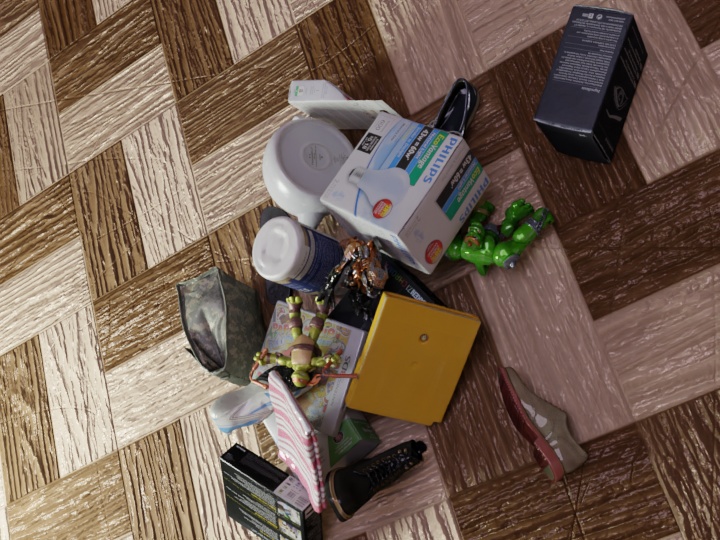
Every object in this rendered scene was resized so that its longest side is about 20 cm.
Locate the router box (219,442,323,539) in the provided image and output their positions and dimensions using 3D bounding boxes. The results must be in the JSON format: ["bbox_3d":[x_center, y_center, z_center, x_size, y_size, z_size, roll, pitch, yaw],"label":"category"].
[{"bbox_3d":[-0.155,0.408,1.517,0.198,0.051,0.152,24,130,31],"label":"router box"}]

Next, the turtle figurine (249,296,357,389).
[{"bbox_3d":[-0.085,0.127,1.458,0.196,0.064,0.164,-4,64,24],"label":"turtle figurine"}]

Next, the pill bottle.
[{"bbox_3d":[-0.091,-0.017,1.552,0.109,0.199,0.113,-10,71,33],"label":"pill bottle"}]

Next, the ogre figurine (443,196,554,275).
[{"bbox_3d":[0.217,-0.063,1.471,0.197,0.099,0.122,18,67,15],"label":"ogre figurine"}]

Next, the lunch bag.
[{"bbox_3d":[-0.251,0.122,1.627,0.116,0.164,0.203,-22,67,15],"label":"lunch bag"}]

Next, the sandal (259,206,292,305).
[{"bbox_3d":[-0.166,-0.034,1.692,0.074,0.045,0.204,-14,71,24],"label":"sandal"}]

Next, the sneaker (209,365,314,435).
[{"bbox_3d":[-0.163,0.221,1.496,0.197,0.073,0.073,-25,38,11],"label":"sneaker"}]

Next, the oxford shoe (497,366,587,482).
[{"bbox_3d":[0.284,0.232,1.380,0.074,0.071,0.202,-23,62,-9],"label":"oxford shoe"}]

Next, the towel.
[{"bbox_3d":[-0.103,0.276,1.396,0.029,0.203,0.146,-22,41,-20],"label":"towel"}]

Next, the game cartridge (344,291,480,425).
[{"bbox_3d":[0.084,0.148,1.424,0.033,0.173,0.203,-119,47,-65],"label":"game cartridge"}]

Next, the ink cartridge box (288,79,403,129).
[{"bbox_3d":[-0.011,-0.306,1.614,0.196,0.160,0.051,3,81,29],"label":"ink cartridge box"}]

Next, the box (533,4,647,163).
[{"bbox_3d":[0.376,-0.298,1.412,0.103,0.148,0.203,19,85,30],"label":"box"}]

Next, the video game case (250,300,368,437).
[{"bbox_3d":[-0.095,0.166,1.511,0.197,0.023,0.185,17,87,33],"label":"video game case"}]

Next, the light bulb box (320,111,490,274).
[{"bbox_3d":[0.075,-0.133,1.461,0.198,0.125,0.200,26,77,42],"label":"light bulb box"}]

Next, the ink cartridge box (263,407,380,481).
[{"bbox_3d":[-0.081,0.265,1.543,0.145,0.084,0.201,-43,61,13],"label":"ink cartridge box"}]

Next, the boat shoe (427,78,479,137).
[{"bbox_3d":[0.157,-0.245,1.564,0.074,0.062,0.203,26,90,29],"label":"boat shoe"}]

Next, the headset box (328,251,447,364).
[{"bbox_3d":[0.044,0.102,1.515,0.201,0.092,0.174,-50,59,9],"label":"headset box"}]

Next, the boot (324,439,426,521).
[{"bbox_3d":[0.027,0.326,1.406,0.137,0.200,0.078,-28,90,14],"label":"boot"}]

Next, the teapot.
[{"bbox_3d":[-0.105,-0.179,1.642,0.197,0.146,0.200,42,57,1],"label":"teapot"}]

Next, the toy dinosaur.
[{"bbox_3d":[0.000,0.000,1.448,0.101,0.200,0.138,23,108,-3],"label":"toy dinosaur"}]
